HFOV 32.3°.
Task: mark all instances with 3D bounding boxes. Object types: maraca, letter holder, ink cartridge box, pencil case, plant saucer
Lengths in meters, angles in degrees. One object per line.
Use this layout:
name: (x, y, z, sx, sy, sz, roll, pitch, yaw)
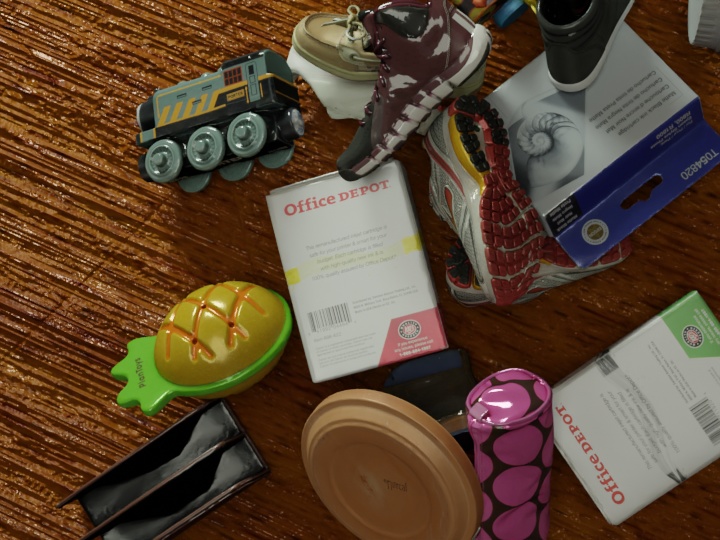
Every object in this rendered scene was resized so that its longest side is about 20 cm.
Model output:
maraca: (-0.163, 0.081, 1.285, 0.199, 0.137, 0.107, -25, 127, -2)
letter holder: (-0.212, 0.230, 1.280, 0.199, 0.142, 0.101, -35, 85, 6)
ink cartridge box: (0.000, 0.000, 1.283, 0.144, 0.083, 0.202, -14, 87, 7)
ink cartridge box: (0.290, 0.136, 1.239, 0.199, 0.084, 0.147, -34, 84, 6)
pencil case: (0.141, 0.194, 1.209, 0.093, 0.091, 0.201, -14, 124, -14)
plant saucer: (0.025, 0.208, 1.220, 0.199, 0.032, 0.202, 18, 129, 24)
ink cartridge box: (0.232, -0.136, 1.237, 0.199, 0.041, 0.200, -38, 68, -2)

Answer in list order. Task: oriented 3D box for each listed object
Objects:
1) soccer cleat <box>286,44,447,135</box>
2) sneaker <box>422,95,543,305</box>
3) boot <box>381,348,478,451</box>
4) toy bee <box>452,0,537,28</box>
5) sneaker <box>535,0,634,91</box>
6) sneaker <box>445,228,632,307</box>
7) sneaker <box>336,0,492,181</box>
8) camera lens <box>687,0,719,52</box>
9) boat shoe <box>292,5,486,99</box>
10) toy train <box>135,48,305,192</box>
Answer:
soccer cleat: (0.009, -0.181, 1.298, 0.199, 0.069, 0.078, 34, 99, 14)
sneaker: (0.116, -0.063, 1.205, 0.077, 0.082, 0.202, -4, 74, -36)
boot: (0.040, 0.152, 1.297, 0.199, 0.075, 0.098, -17, 61, 18)
toy bee: (0.140, -0.280, 1.257, 0.130, 0.109, 0.201, 29, 93, 6)
sneaker: (0.227, -0.284, 1.216, 0.070, 0.099, 0.201, 14, 69, 22)
sneaker: (0.180, -0.013, 1.269, 0.198, 0.082, 0.078, -11, 63, -6)
sneaker: (0.022, -0.188, 1.188, 0.115, 0.076, 0.200, 42, 106, -12)
camera lens: (0.424, -0.283, 1.188, 0.198, 0.160, 0.162, 4, 90, 8)
boat shoe: (0.030, -0.229, 1.240, 0.198, 0.063, 0.074, 11, 55, 2)
toy train: (-0.149, -0.154, 1.299, 0.199, 0.085, 0.115, -14, 77, 26)
